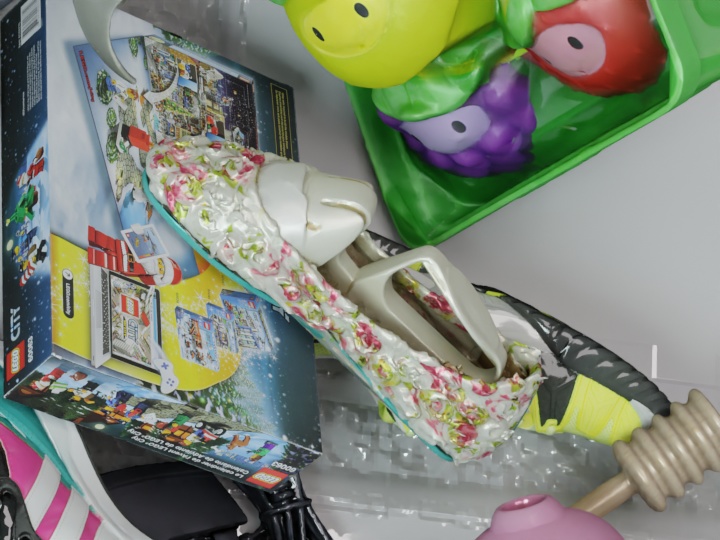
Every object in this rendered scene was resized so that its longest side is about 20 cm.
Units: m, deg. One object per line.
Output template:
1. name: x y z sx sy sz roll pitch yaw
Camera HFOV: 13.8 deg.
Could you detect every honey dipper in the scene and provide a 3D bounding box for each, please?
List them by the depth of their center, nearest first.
1. honey dipper: 0.076 0.123 1.307 0.200 0.038 0.038 -35 87 -2

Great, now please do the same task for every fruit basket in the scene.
1. fruit basket: 0.045 -0.108 1.295 0.216 0.216 0.156 -16 79 -21

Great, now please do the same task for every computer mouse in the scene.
1. computer mouse: -0.102 0.122 1.272 0.200 0.053 0.139 -19 82 -21

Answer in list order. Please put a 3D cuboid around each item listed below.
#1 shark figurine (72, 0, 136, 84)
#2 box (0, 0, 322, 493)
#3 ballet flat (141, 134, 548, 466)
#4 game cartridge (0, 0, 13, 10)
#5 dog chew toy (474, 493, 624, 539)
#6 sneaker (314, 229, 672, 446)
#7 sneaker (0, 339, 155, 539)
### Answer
1. shark figurine: -0.106 -0.168 1.266 0.128 0.214 0.090 43 103 -8
2. box: -0.086 -0.016 1.263 0.137 0.038 0.200 23 45 -33
3. ballet flat: 0.000 0.000 1.256 0.200 0.064 0.076 41 32 -15
4. game cartridge: -0.240 -0.179 1.322 0.133 0.041 0.200 -40 89 -26
5. dog chew toy: 0.095 0.192 1.260 0.124 0.125 0.200 -19 99 -21
6. sneaker: 0.047 0.043 1.341 0.200 0.075 0.076 25 90 -7
7. sneaker: -0.140 0.120 1.166 0.121 0.084 0.200 -16 61 -46
